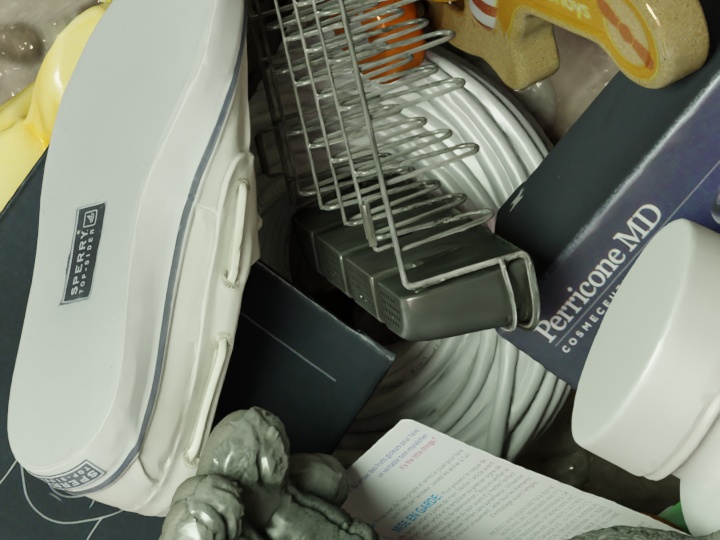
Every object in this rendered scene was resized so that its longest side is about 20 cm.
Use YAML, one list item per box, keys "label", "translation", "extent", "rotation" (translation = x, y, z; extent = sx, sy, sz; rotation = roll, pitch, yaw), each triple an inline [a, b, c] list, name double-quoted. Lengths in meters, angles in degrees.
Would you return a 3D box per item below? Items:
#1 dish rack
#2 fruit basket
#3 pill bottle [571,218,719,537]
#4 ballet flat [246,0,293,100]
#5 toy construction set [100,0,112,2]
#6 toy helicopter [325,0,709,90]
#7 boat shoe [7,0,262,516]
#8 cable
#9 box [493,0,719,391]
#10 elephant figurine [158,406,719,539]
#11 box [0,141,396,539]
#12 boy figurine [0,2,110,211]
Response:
- label: "dish rack"
  translation: [-0.004, -0.079, 0.961]
  extent: [0.054, 0.153, 0.201]
  rotation: [-18, 108, -14]
- label: "fruit basket"
  translation: [0.065, 0.120, 1.034]
  extent: [0.199, 0.094, 0.185]
  rotation: [27, 145, -13]
- label: "pill bottle"
  translation: [0.176, 0.062, 0.912]
  extent: [0.199, 0.111, 0.111]
  rotation: [26, 112, -8]
- label: "ballet flat"
  translation: [-0.045, -0.126, 1.067]
  extent: [0.046, 0.067, 0.201]
  rotation: [21, 69, 18]
- label: "toy construction set"
  translation: [-0.142, -0.151, 1.136]
  extent: [0.199, 0.092, 0.132]
  rotation: [-12, 98, 12]
- label: "toy helicopter"
  translation: [0.056, -0.120, 0.982]
  extent: [0.200, 0.079, 0.133]
  rotation: [34, 145, 51]
- label: "boat shoe"
  translation: [-0.065, -0.014, 0.948]
  extent: [0.072, 0.066, 0.201]
  rotation: [-14, 58, 38]
- label: "cable"
  translation: [0.000, 0.000, 1.122]
  extent: [0.199, 0.069, 0.201]
  rotation: [28, 110, 14]
- label: "box"
  translation: [0.167, 0.003, 1.005]
  extent: [0.200, 0.104, 0.148]
  rotation: [33, 114, -12]
- label: "elephant figurine"
  translation: [0.026, 0.139, 0.905]
  extent: [0.199, 0.155, 0.142]
  rotation: [20, 70, 6]
- label: "box"
  translation: [-0.109, 0.073, 1.019]
  extent: [0.148, 0.107, 0.200]
  rotation: [36, 80, -6]
- label: "boy figurine"
  translation: [-0.153, -0.047, 1.133]
  extent: [0.200, 0.124, 0.065]
  rotation: [-24, 99, 43]
